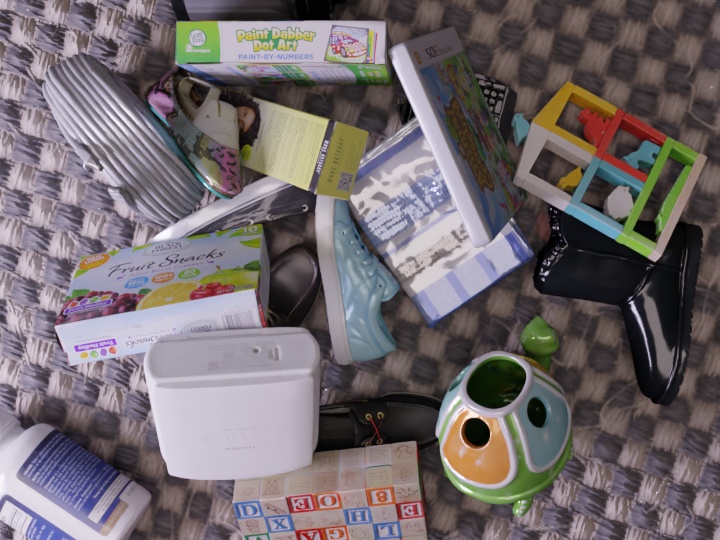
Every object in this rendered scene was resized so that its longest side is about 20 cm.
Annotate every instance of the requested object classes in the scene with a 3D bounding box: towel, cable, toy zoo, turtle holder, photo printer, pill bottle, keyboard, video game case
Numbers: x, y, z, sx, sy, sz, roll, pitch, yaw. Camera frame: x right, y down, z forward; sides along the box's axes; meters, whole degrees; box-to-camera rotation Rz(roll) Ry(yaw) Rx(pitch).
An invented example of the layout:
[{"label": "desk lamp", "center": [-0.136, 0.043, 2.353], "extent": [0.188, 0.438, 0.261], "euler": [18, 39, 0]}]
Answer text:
[{"label": "towel", "center": [0.079, -0.059, 1.106], "extent": [0.146, 0.024, 0.201], "euler": [-33, 94, 7]}, {"label": "cable", "center": [-0.240, -0.135, 1.051], "extent": [0.069, 0.200, 0.200], "euler": [-40, 69, 1]}, {"label": "toy zoo", "center": [0.247, -0.113, 1.076], "extent": [0.199, 0.020, 0.132], "euler": [30, 70, 5]}, {"label": "turtle holder", "center": [0.161, 0.145, 1.066], "extent": [0.184, 0.141, 0.133], "euler": [-30, 135, -16]}, {"label": "photo printer", "center": [-0.123, 0.141, 1.026], "extent": [0.164, 0.201, 0.070], "euler": [-3, 51, -7]}, {"label": "pill bottle", "center": [-0.341, 0.241, 1.138], "extent": [0.199, 0.111, 0.112], "euler": [34, 97, 0]}, {"label": "keyboard", "center": [0.089, -0.117, 1.120], "extent": [0.126, 0.021, 0.202], "euler": [13, 96, 2]}, {"label": "video game case", "center": [0.103, -0.139, 1.022], "extent": [0.022, 0.182, 0.202], "euler": [-21, 99, 25]}]

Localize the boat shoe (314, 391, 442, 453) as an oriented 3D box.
[{"label": "boat shoe", "center": [0.003, 0.178, 1.136], "extent": [0.199, 0.063, 0.075], "euler": [-5, 93, 3]}]

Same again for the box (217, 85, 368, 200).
[{"label": "box", "center": [-0.083, -0.132, 1.055], "extent": [0.199, 0.050, 0.076], "euler": [22, 98, 43]}]

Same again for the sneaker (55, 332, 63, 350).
[{"label": "sneaker", "center": [-0.247, 0.050, 1.123], "extent": [0.198, 0.090, 0.071], "euler": [-14, 95, 5]}]

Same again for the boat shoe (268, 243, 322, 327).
[{"label": "boat shoe", "center": [-0.110, 0.060, 1.123], "extent": [0.074, 0.073, 0.201], "euler": [37, 97, -1]}]

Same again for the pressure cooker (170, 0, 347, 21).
[{"label": "pressure cooker", "center": [-0.086, -0.327, 1.032], "extent": [0.197, 0.179, 0.178], "euler": [2, 96, 7]}]

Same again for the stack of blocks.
[{"label": "stack of blocks", "center": [-0.029, 0.255, 1.120], "extent": [0.197, 0.059, 0.116], "euler": [-6, 129, 4]}]

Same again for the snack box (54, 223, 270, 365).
[{"label": "snack box", "center": [-0.192, 0.021, 1.039], "extent": [0.198, 0.143, 0.053], "euler": [-10, 118, 2]}]

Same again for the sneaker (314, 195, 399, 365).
[{"label": "sneaker", "center": [0.000, 0.000, 1.113], "extent": [0.081, 0.074, 0.202], "euler": [-7, 107, 5]}]

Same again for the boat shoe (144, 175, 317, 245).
[{"label": "boat shoe", "center": [-0.135, -0.047, 1.122], "extent": [0.198, 0.070, 0.067], "euler": [-26, 93, -2]}]

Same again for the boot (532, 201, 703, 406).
[{"label": "boot", "center": [0.264, 0.032, 1.094], "extent": [0.166, 0.076, 0.203], "euler": [9, 89, -1]}]

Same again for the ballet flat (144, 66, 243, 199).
[{"label": "ballet flat", "center": [-0.164, -0.154, 1.060], "extent": [0.071, 0.069, 0.200], "euler": [-52, 47, 14]}]

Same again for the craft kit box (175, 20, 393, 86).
[{"label": "craft kit box", "center": [-0.066, -0.214, 1.030], "extent": [0.195, 0.200, 0.049], "euler": [3, 95, 3]}]
